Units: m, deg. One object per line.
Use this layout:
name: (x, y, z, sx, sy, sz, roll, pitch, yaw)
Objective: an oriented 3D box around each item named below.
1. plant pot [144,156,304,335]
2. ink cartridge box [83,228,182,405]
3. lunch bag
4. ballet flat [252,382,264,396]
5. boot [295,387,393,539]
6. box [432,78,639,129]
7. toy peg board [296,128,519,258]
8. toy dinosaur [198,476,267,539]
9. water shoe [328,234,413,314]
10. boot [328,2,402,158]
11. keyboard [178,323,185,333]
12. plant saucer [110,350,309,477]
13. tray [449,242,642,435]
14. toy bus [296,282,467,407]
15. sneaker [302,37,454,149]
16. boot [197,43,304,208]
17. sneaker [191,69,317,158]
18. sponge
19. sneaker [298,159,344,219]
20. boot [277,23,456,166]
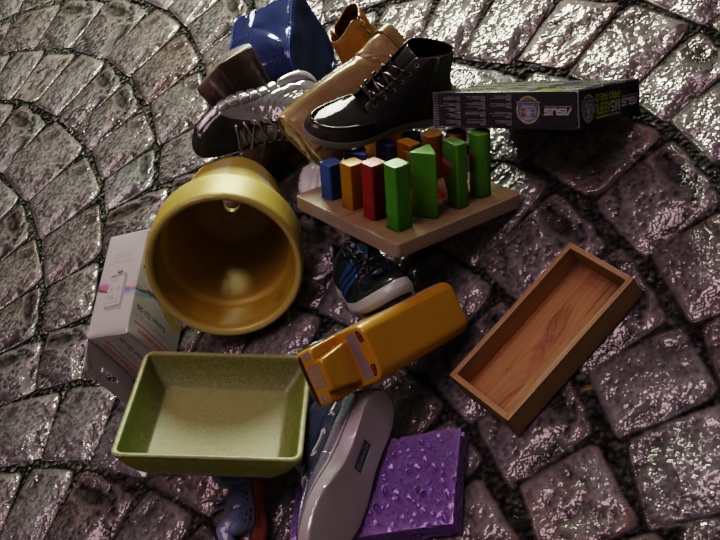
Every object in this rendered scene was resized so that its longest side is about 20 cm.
plant pot: (-0.171, -0.050, 1.466, 0.199, 0.202, 0.190, -27, 28, 13)
ink cartridge box: (-0.293, 0.064, 1.490, 0.067, 0.117, 0.202, -10, 55, 23)
lunch bag: (-0.126, -0.309, 1.679, 0.131, 0.136, 0.202, -18, 45, 21)
ballet flat: (-0.189, 0.181, 1.363, 0.198, 0.067, 0.069, -27, 43, 14)
boot: (-0.037, 0.215, 1.191, 0.090, 0.073, 0.201, -8, 41, 40)
box: (0.210, -0.200, 1.348, 0.198, 0.045, 0.159, 6, 16, 38)
toy peg board: (0.055, -0.120, 1.355, 0.198, 0.099, 0.198, -22, 33, -32)
toy dinosaur: (-0.128, 0.268, 1.269, 0.199, 0.105, 0.182, 30, 61, 11)
water shoe: (0.000, 0.000, 1.314, 0.071, 0.080, 0.200, -24, 9, -14)
boot: (0.003, -0.257, 1.537, 0.070, 0.144, 0.203, -18, 46, 28)
keyboard: (-0.242, 0.051, 1.555, 0.200, 0.011, 0.056, -48, 48, -8)
plant saucer: (-0.156, 0.164, 1.241, 0.197, 0.048, 0.201, 2, 28, 0)
tray: (0.198, 0.070, 1.206, 0.200, 0.037, 0.098, -46, 42, -8)
toy bus: (0.025, 0.078, 1.218, 0.078, 0.066, 0.199, -24, 0, 44)
sneaker: (0.021, -0.222, 1.376, 0.198, 0.107, 0.075, -18, 49, -20)
boot: (-0.179, -0.195, 1.573, 0.186, 0.200, 0.064, -44, 42, -5)
sneaker: (-0.119, -0.190, 1.496, 0.199, 0.075, 0.116, -32, 52, -17)
sponge: (0.019, 0.236, 1.198, 0.198, 0.030, 0.113, -15, 47, 25)
sneaker: (-0.030, -0.153, 1.544, 0.086, 0.075, 0.202, -3, 55, 12)
boot: (0.018, -0.199, 1.468, 0.200, 0.175, 0.066, -46, -2, -18)
